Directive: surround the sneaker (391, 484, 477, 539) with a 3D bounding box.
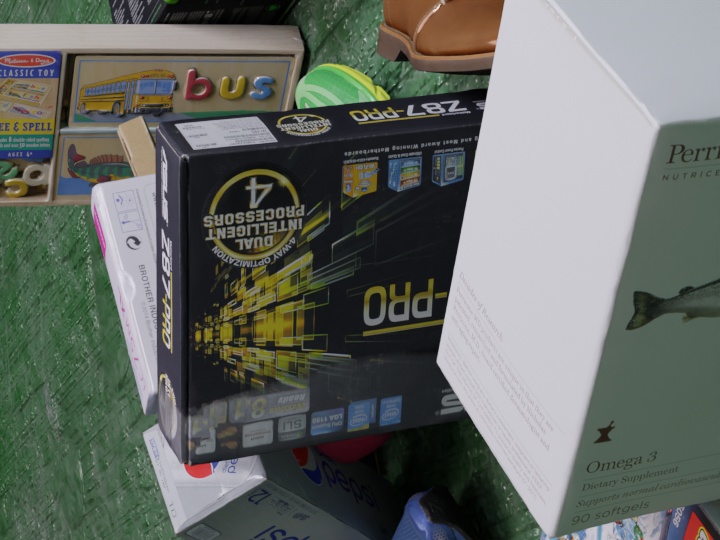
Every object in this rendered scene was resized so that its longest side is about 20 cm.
[{"bbox_3d":[0.020,0.204,1.165,0.079,0.088,0.201,-122,32,-42],"label":"sneaker"}]

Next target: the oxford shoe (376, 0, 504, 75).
[{"bbox_3d":[0.056,-0.130,0.993,0.200,0.071,0.072,-150,60,-64],"label":"oxford shoe"}]

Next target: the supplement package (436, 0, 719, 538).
[{"bbox_3d":[0.117,-0.013,0.817,0.118,0.116,0.201,-122,31,-45],"label":"supplement package"}]

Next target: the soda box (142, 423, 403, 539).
[{"bbox_3d":[-0.039,0.133,1.170,0.200,0.063,0.069,39,-156,-55],"label":"soda box"}]

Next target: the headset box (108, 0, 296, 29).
[{"bbox_3d":[-0.111,-0.251,1.323,0.174,0.092,0.202,136,123,-64],"label":"headset box"}]

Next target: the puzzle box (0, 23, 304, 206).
[{"bbox_3d":[-0.141,-0.098,1.313,0.026,0.198,0.134,-108,22,-43],"label":"puzzle box"}]

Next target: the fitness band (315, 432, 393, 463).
[{"bbox_3d":[-0.045,0.027,1.178,0.200,0.037,0.144,45,-163,-39],"label":"fitness band"}]

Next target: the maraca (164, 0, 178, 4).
[{"bbox_3d":[-0.058,-0.238,1.141,0.107,0.137,0.201,34,116,10],"label":"maraca"}]

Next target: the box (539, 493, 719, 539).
[{"bbox_3d":[0.130,0.151,0.943,0.137,0.040,0.201,-121,31,-46],"label":"box"}]

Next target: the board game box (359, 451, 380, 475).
[{"bbox_3d":[-0.058,0.072,1.358,0.200,0.056,0.167,148,114,-66],"label":"board game box"}]

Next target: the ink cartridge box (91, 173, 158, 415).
[{"bbox_3d":[-0.030,-0.004,1.078,0.042,0.198,0.120,109,146,-65],"label":"ink cartridge box"}]

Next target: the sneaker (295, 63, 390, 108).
[{"bbox_3d":[-0.006,-0.026,1.157,0.074,0.083,0.202,128,131,-61],"label":"sneaker"}]

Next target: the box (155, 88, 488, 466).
[{"bbox_3d":[0.000,0.000,0.997,0.049,0.198,0.163,-131,39,-55],"label":"box"}]

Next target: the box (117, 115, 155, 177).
[{"bbox_3d":[-0.092,0.029,1.249,0.164,0.021,0.201,73,174,-54],"label":"box"}]
